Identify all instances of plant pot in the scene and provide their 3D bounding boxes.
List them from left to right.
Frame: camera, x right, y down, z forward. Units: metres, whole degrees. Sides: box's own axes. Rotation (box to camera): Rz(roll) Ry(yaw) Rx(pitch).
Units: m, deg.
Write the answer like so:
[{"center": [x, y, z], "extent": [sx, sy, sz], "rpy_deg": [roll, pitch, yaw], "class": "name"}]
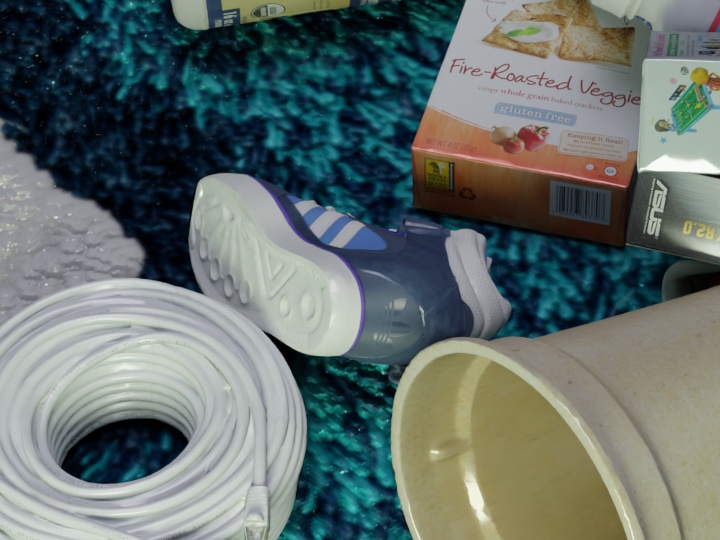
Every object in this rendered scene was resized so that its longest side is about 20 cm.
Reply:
[{"center": [0.147, 0.097, 1.348], "extent": [0.183, 0.201, 0.200], "rpy_deg": [-24, 50, -30], "class": "plant pot"}]

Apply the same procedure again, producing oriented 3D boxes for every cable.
[{"center": [-0.128, 0.095, 1.433], "extent": [0.199, 0.069, 0.200], "rpy_deg": [8, 49, 11], "class": "cable"}]

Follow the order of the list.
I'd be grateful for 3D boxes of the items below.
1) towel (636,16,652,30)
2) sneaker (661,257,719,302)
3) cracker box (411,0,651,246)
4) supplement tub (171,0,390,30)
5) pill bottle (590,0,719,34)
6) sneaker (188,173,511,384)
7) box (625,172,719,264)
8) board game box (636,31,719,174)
[{"center": [0.216, -0.174, 1.606], "extent": [0.200, 0.024, 0.145], "rpy_deg": [43, 41, 11], "class": "towel"}, {"center": [0.250, 0.051, 1.424], "extent": [0.081, 0.077, 0.200], "rpy_deg": [2, 24, -48], "class": "sneaker"}, {"center": [0.120, -0.115, 1.608], "extent": [0.134, 0.058, 0.200], "rpy_deg": [10, 49, 12], "class": "cracker box"}, {"center": [-0.030, -0.237, 1.668], "extent": [0.199, 0.145, 0.145], "rpy_deg": [-9, 49, -4], "class": "supplement tub"}, {"center": [0.240, -0.151, 1.505], "extent": [0.200, 0.109, 0.109], "rpy_deg": [24, 52, 0], "class": "pill bottle"}, {"center": [0.000, 0.000, 1.518], "extent": [0.146, 0.081, 0.200], "rpy_deg": [0, 19, -31], "class": "sneaker"}, {"center": [0.246, -0.037, 1.468], "extent": [0.158, 0.048, 0.200], "rpy_deg": [13, 14, 13], "class": "box"}, {"center": [0.250, -0.089, 1.386], "extent": [0.199, 0.064, 0.148], "rpy_deg": [3, 11, 8], "class": "board game box"}]
